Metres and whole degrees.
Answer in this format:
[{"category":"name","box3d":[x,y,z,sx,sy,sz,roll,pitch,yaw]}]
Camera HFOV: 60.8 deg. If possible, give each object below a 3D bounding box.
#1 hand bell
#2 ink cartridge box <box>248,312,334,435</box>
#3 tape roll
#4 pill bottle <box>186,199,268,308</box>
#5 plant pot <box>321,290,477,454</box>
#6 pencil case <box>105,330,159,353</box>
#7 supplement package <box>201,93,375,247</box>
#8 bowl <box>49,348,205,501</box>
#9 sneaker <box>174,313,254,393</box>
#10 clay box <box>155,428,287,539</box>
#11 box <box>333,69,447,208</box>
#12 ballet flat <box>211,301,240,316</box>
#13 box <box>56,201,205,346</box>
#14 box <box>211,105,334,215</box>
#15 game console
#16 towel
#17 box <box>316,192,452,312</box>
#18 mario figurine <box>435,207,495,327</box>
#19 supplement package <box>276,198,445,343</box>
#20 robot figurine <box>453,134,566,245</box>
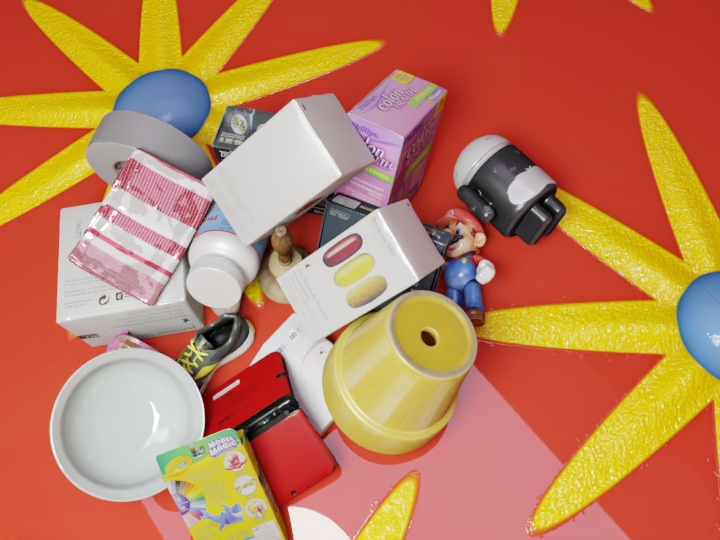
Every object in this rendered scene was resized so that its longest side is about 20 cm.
[{"category":"hand bell","box3d":[-0.116,-0.023,0.952,0.103,0.200,0.105,1,72,-4]},{"category":"ink cartridge box","box3d":[-0.109,0.190,0.948,0.162,0.057,0.200,38,68,17]},{"category":"tape roll","box3d":[-0.355,-0.179,1.039,0.198,0.201,0.067,14,68,9]},{"category":"pill bottle","box3d":[-0.202,-0.043,0.954,0.108,0.109,0.201,3,44,4]},{"category":"plant pot","box3d":[0.063,0.129,0.856,0.199,0.189,0.202,10,55,-15]},{"category":"pencil case","box3d":[-0.381,0.197,0.939,0.082,0.087,0.201,9,64,31]},{"category":"supplement package","box3d":[-0.103,-0.144,0.883,0.199,0.121,0.120,-32,93,31]},{"category":"bowl","box3d":[-0.328,0.215,0.865,0.199,0.090,0.203,7,75,-27]},{"category":"sneaker","box3d":[-0.256,0.135,0.958,0.074,0.085,0.200,38,71,19]},{"category":"clay box","box3d":[-0.185,0.304,0.833,0.114,0.048,0.202,-19,108,-4]},{"category":"box","box3d":[0.045,-0.188,0.997,0.096,0.201,0.176,25,46,13]},{"category":"ballet flat","box3d":[-0.247,-0.016,1.026,0.068,0.067,0.201,-23,60,11]},{"category":"box","box3d":[-0.368,-0.002,0.999,0.197,0.131,0.202,-10,67,-2]},{"category":"box","box3d":[-0.131,-0.183,1.050,0.198,0.164,0.087,11,67,8]},{"category":"game console","box3d":[-0.160,0.253,0.915,0.199,0.119,0.173,-33,36,4]},{"category":"towel","box3d":[-0.321,-0.067,0.911,0.143,0.023,0.201,28,81,0]},{"category":"box","box3d":[0.028,-0.014,0.965,0.198,0.159,0.051,22,31,13]},{"category":"mario figurine","box3d":[0.150,-0.011,0.994,0.122,0.106,0.202,-1,67,4]},{"category":"supplement package","box3d":[0.000,0.000,0.879,0.199,0.109,0.114,-33,87,30]},{"category":"robot figurine","box3d":[0.247,-0.136,1.036,0.125,0.150,0.200,-47,70,14]}]
